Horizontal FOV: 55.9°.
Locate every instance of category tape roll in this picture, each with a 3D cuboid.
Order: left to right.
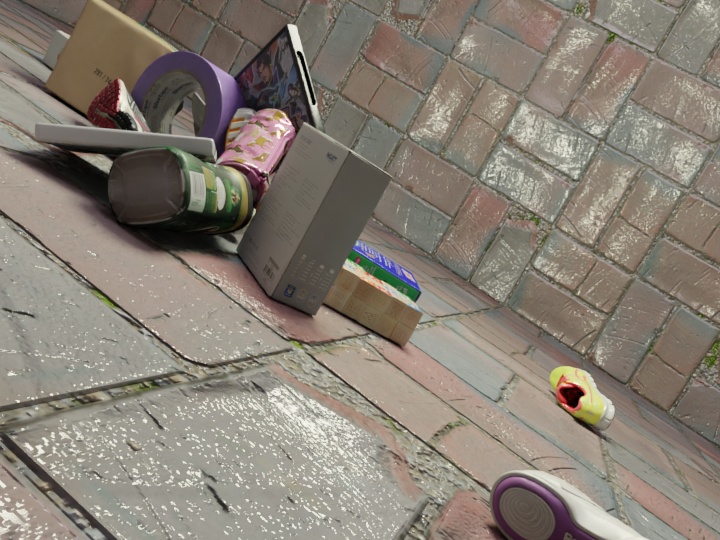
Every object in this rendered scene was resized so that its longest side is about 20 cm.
[{"bbox_3d":[-0.294,-0.257,1.152,0.198,0.203,0.085,34,8,21],"label":"tape roll"}]

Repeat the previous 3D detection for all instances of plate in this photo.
[{"bbox_3d":[-0.260,-0.212,1.290,0.201,0.032,0.200,52,-14,2],"label":"plate"}]

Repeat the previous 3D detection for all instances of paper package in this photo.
[{"bbox_3d":[-0.442,-0.362,1.252,0.197,0.193,0.103,33,8,4],"label":"paper package"}]

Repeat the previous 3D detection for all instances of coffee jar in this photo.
[{"bbox_3d":[-0.207,-0.091,0.821,0.101,0.088,0.200,-5,-2,13],"label":"coffee jar"}]

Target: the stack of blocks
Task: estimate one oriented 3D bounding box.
[{"bbox_3d":[-0.012,0.027,1.018,0.197,0.059,0.115,30,8,-16],"label":"stack of blocks"}]

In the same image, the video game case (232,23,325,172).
[{"bbox_3d":[-0.146,-0.270,1.126,0.025,0.186,0.198,-8,-11,-42],"label":"video game case"}]

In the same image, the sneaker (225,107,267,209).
[{"bbox_3d":[-0.190,-0.163,1.124,0.076,0.206,0.077,-5,10,-24],"label":"sneaker"}]

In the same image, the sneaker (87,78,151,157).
[{"bbox_3d":[-0.386,-0.234,1.103,0.074,0.080,0.202,38,18,-52],"label":"sneaker"}]

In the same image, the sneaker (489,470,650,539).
[{"bbox_3d":[0.204,0.228,0.556,0.198,0.076,0.099,36,10,27],"label":"sneaker"}]

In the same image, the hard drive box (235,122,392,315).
[{"bbox_3d":[-0.067,-0.071,0.887,0.076,0.203,0.156,24,10,-35],"label":"hard drive box"}]

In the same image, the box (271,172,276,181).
[{"bbox_3d":[-0.154,-0.206,1.963,0.197,0.050,0.199,28,8,-23],"label":"box"}]

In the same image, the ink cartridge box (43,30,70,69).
[{"bbox_3d":[-0.608,-0.452,1.560,0.199,0.085,0.144,37,10,27],"label":"ink cartridge box"}]

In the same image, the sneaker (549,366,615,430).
[{"bbox_3d":[0.427,0.241,1.368,0.088,0.080,0.200,21,9,-16],"label":"sneaker"}]

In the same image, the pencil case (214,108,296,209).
[{"bbox_3d":[-0.154,-0.166,0.996,0.085,0.084,0.202,23,36,-6],"label":"pencil case"}]

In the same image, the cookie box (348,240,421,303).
[{"bbox_3d":[0.000,0.000,1.175,0.197,0.076,0.171,31,7,-5],"label":"cookie box"}]

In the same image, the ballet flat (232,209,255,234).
[{"bbox_3d":[-0.246,-0.110,0.993,0.197,0.073,0.072,32,7,-13],"label":"ballet flat"}]

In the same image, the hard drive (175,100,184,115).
[{"bbox_3d":[-0.483,-0.362,1.398,0.197,0.033,0.141,32,48,-1],"label":"hard drive"}]

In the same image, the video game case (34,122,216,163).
[{"bbox_3d":[-0.281,-0.157,0.854,0.194,0.023,0.182,4,5,-12],"label":"video game case"}]
